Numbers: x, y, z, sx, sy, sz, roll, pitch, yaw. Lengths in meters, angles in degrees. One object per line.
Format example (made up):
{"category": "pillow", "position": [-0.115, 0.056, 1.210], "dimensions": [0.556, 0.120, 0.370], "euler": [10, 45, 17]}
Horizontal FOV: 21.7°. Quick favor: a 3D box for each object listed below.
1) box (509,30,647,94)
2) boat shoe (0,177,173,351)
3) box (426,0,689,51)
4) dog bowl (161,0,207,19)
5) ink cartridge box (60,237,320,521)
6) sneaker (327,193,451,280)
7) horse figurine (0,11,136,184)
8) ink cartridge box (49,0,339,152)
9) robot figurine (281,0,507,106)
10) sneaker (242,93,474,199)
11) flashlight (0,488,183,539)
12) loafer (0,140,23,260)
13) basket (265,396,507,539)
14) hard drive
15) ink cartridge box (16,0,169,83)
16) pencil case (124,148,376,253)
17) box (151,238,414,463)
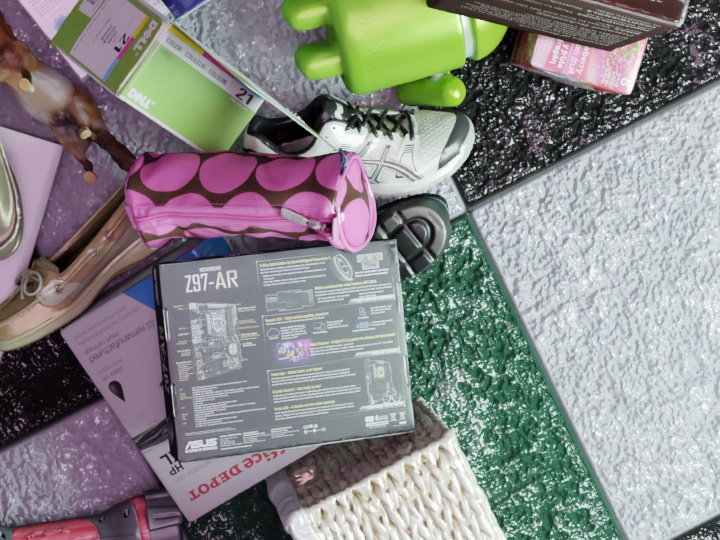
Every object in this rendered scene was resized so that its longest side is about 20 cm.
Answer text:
{"category": "box", "position": [0.204, -0.256, 1.588], "dimensions": [0.095, 0.100, 0.201], "euler": [16, 95, -7]}
{"category": "boat shoe", "position": [-0.240, -0.010, 1.580], "dimensions": [0.200, 0.073, 0.063], "euler": [-36, 115, -6]}
{"category": "box", "position": [0.159, -0.272, 1.424], "dimensions": [0.163, 0.200, 0.167], "euler": [12, 90, -7]}
{"category": "dog bowl", "position": [-0.090, -0.289, 1.505], "dimensions": [0.200, 0.200, 0.079], "euler": [-36, 101, 0]}
{"category": "ink cartridge box", "position": [-0.135, 0.088, 1.592], "dimensions": [0.144, 0.084, 0.201], "euler": [-31, 100, 14]}
{"category": "sneaker", "position": [0.000, 0.000, 1.618], "dimensions": [0.199, 0.079, 0.076], "euler": [-33, 105, 20]}
{"category": "horse figurine", "position": [-0.258, -0.142, 1.558], "dimensions": [0.200, 0.133, 0.050], "euler": [42, 99, -20]}
{"category": "ink cartridge box", "position": [-0.132, -0.140, 1.499], "dimensions": [0.200, 0.148, 0.076], "euler": [39, 93, 36]}
{"category": "robot figurine", "position": [0.037, -0.218, 1.568], "dimensions": [0.199, 0.116, 0.177], "euler": [-17, 105, -4]}
{"category": "sneaker", "position": [-0.003, -0.108, 1.577], "dimensions": [0.199, 0.076, 0.088], "euler": [-13, 134, 1]}
{"category": "flashlight", "position": [-0.251, 0.234, 1.618], "dimensions": [0.199, 0.068, 0.068], "euler": [-7, 132, -9]}
{"category": "loafer", "position": [-0.333, -0.100, 1.544], "dimensions": [0.075, 0.068, 0.201], "euler": [-19, 99, -3]}
{"category": "basket", "position": [0.035, 0.237, 1.585], "dimensions": [0.160, 0.198, 0.201], "euler": [-27, 98, -4]}
{"category": "hard drive", "position": [-0.344, -0.031, 1.600], "dimensions": [0.131, 0.026, 0.201], "euler": [17, 95, -7]}
{"category": "ink cartridge box", "position": [-0.250, -0.273, 1.573], "dimensions": [0.119, 0.042, 0.200], "euler": [-39, 101, 0]}
{"category": "pencil case", "position": [-0.091, -0.055, 1.494], "dimensions": [0.199, 0.094, 0.091], "euler": [0, 125, 21]}
{"category": "box", "position": [-0.062, 0.063, 1.520], "dimensions": [0.199, 0.044, 0.161], "euler": [-7, 93, -14]}
